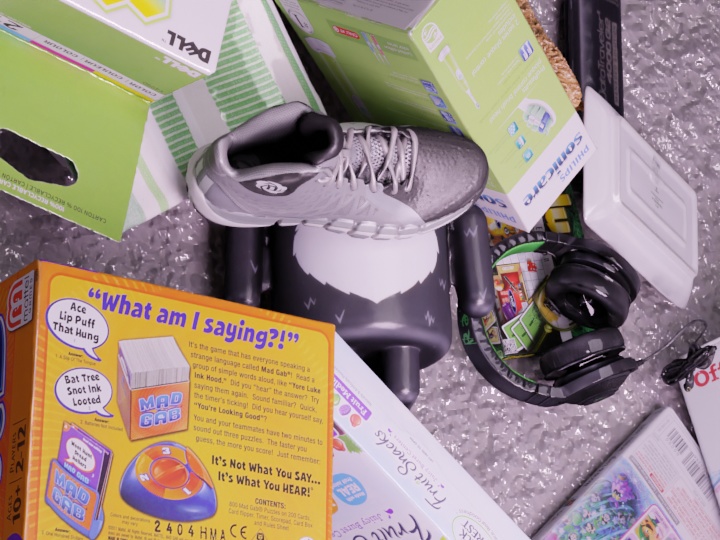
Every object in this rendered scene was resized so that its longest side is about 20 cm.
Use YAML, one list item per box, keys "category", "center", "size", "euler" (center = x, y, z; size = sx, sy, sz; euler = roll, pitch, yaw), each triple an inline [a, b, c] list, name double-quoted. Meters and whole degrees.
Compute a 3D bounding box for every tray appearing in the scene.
- category: "tray"
  center: [0.212, -0.052, 1.845]
  size: [0.200, 0.022, 0.108]
  euler: [36, 50, -56]

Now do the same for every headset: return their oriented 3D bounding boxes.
- category: "headset"
  center: [0.160, 0.045, 1.791]
  size: [0.199, 0.094, 0.124]
  euler: [11, 69, -16]

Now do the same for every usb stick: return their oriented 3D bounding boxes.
- category: "usb stick"
  center: [0.178, -0.151, 1.906]
  size: [0.055, 0.033, 0.201]
  euler: [17, 65, -38]

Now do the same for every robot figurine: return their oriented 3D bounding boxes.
- category: "robot figurine"
  center: [-0.001, 0.000, 1.671]
  size: [0.150, 0.125, 0.201]
  euler: [15, 65, -45]

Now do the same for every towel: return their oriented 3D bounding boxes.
- category: "towel"
  center: [-0.122, -0.127, 1.614]
  size: [0.200, 0.023, 0.153]
  euler: [-31, 98, -39]

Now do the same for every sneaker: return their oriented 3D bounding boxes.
- category: "sneaker"
  center: [-0.005, -0.066, 1.564]
  size: [0.199, 0.116, 0.075]
  euler: [-4, 77, -14]

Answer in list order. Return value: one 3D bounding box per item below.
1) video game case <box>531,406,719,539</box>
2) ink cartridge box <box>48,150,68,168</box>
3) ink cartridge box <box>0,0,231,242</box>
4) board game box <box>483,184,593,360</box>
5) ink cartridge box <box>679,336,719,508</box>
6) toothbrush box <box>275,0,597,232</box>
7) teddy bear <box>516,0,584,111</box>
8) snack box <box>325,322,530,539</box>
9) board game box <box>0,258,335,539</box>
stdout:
- category: "video game case"
  center: [0.227, 0.229, 1.814]
  size: [0.182, 0.024, 0.200]
  euler: [-41, 99, -37]
- category: "ink cartridge box"
  center: [-0.161, -0.178, 1.660]
  size: [0.116, 0.067, 0.200]
  euler: [48, 54, -12]
- category: "ink cartridge box"
  center: [-0.165, -0.140, 1.522]
  size: [0.147, 0.076, 0.201]
  euler: [25, 64, -31]
- category: "board game box"
  center: [0.116, -0.036, 1.832]
  size: [0.104, 0.023, 0.201]
  euler: [-6, 78, -38]
- category: "ink cartridge box"
  center: [0.335, 0.133, 1.824]
  size: [0.083, 0.146, 0.201]
  euler: [5, 63, -49]
- category: "toothbrush box"
  center: [0.051, -0.136, 1.688]
  size: [0.086, 0.145, 0.200]
  euler: [-49, 132, -18]
- category: "teddy bear"
  center: [0.087, -0.187, 1.812]
  size: [0.067, 0.145, 0.200]
  euler: [-30, 88, 2]
- category: "snack box"
  center: [-0.005, 0.138, 1.610]
  size: [0.200, 0.142, 0.053]
  euler: [47, 54, -12]
- category: "board game box"
  center: [-0.150, 0.133, 1.474]
  size: [0.199, 0.200, 0.201]
  euler: [13, 67, -30]
